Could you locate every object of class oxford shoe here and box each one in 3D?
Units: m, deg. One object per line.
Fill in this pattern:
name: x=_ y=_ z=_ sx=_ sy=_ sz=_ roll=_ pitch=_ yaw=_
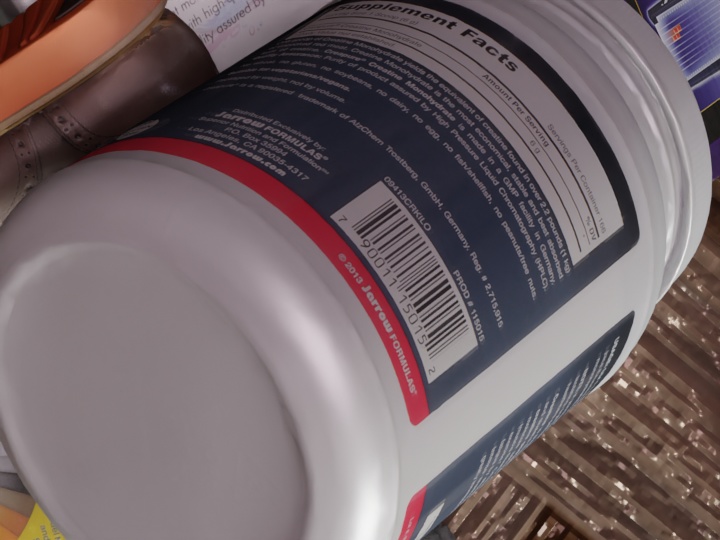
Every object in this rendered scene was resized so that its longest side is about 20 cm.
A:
oxford shoe: x=-0.128 y=-0.011 z=0.890 sx=0.200 sy=0.071 sz=0.073 roll=-35 pitch=108 yaw=9

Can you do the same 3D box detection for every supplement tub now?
supplement tub: x=0.000 y=0.000 z=0.833 sx=0.200 sy=0.140 sz=0.141 roll=-36 pitch=107 yaw=-45

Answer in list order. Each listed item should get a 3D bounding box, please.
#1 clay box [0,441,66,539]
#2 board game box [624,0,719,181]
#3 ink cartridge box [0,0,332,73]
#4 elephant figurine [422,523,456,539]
clay box: x=-0.141 y=0.115 z=0.884 sx=0.199 sy=0.048 sz=0.115 roll=-15 pitch=93 yaw=2
board game box: x=0.077 y=-0.125 z=0.957 sx=0.165 sy=0.057 sz=0.201 roll=-33 pitch=105 yaw=-39
ink cartridge box: x=-0.057 y=-0.097 z=0.949 sx=0.116 sy=0.067 sz=0.200 roll=-36 pitch=105 yaw=-10
elephant figurine: x=-0.014 y=0.212 z=0.971 sx=0.141 sy=0.155 sz=0.200 roll=44 pitch=112 yaw=18
